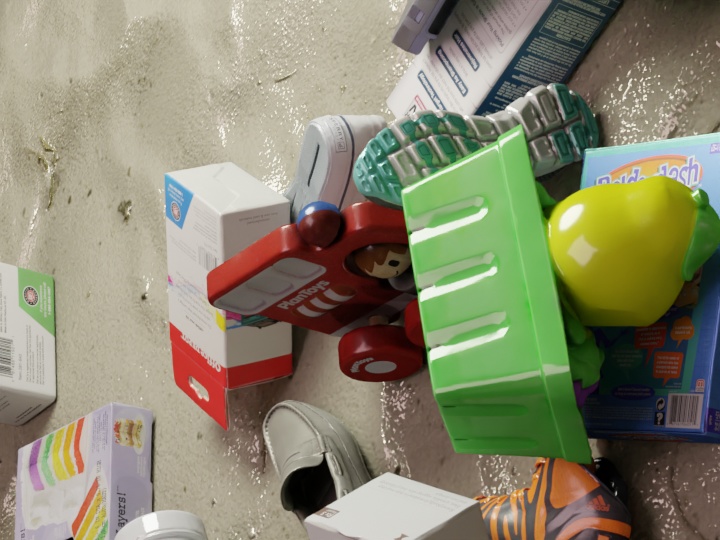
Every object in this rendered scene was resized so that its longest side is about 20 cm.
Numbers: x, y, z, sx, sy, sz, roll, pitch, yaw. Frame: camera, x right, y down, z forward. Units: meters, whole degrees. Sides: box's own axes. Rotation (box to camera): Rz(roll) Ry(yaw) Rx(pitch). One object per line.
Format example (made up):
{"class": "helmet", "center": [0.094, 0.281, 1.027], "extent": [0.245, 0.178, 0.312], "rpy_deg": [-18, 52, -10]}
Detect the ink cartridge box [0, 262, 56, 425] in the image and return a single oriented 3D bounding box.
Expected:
{"class": "ink cartridge box", "center": [-0.415, 0.062, 2.041], "extent": [0.084, 0.200, 0.145], "rpy_deg": [-34, 52, 43]}

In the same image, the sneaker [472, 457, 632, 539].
{"class": "sneaker", "center": [0.118, 0.166, 1.394], "extent": [0.200, 0.077, 0.112], "rpy_deg": [13, 80, 50]}

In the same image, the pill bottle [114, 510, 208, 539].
{"class": "pill bottle", "center": [-0.147, 0.302, 1.662], "extent": [0.112, 0.112, 0.200], "rpy_deg": [-48, 43, 32]}

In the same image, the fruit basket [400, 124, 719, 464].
{"class": "fruit basket", "center": [0.137, 0.008, 1.311], "extent": [0.215, 0.156, 0.216], "rpy_deg": [-5, 60, 10]}

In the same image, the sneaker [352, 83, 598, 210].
{"class": "sneaker", "center": [0.075, -0.072, 1.443], "extent": [0.091, 0.199, 0.078], "rpy_deg": [-43, 64, 55]}

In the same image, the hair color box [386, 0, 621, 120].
{"class": "hair color box", "center": [0.109, -0.169, 1.526], "extent": [0.200, 0.060, 0.100], "rpy_deg": [-55, 40, 25]}

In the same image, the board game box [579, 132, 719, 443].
{"class": "board game box", "center": [0.202, 0.013, 1.345], "extent": [0.152, 0.045, 0.201], "rpy_deg": [-3, 76, 54]}

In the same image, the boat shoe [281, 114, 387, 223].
{"class": "boat shoe", "center": [-0.023, -0.053, 1.663], "extent": [0.074, 0.067, 0.200], "rpy_deg": [66, 152, 26]}

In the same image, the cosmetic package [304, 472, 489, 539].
{"class": "cosmetic package", "center": [0.044, 0.248, 1.364], "extent": [0.113, 0.081, 0.201], "rpy_deg": [13, 122, 54]}

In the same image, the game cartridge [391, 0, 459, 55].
{"class": "game cartridge", "center": [0.083, -0.258, 1.492], "extent": [0.200, 0.038, 0.130], "rpy_deg": [124, 166, -59]}

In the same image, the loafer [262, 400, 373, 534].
{"class": "loafer", "center": [-0.033, 0.164, 1.592], "extent": [0.200, 0.070, 0.070], "rpy_deg": [45, 114, 51]}

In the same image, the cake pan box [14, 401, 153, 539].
{"class": "cake pan box", "center": [-0.264, 0.243, 1.899], "extent": [0.184, 0.052, 0.201], "rpy_deg": [-27, 57, 49]}

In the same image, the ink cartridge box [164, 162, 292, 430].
{"class": "ink cartridge box", "center": [-0.113, 0.022, 1.721], "extent": [0.116, 0.067, 0.201], "rpy_deg": [35, 131, 53]}

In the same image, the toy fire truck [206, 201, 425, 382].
{"class": "toy fire truck", "center": [0.000, 0.000, 1.521], "extent": [0.200, 0.168, 0.112], "rpy_deg": [-29, 55, 45]}
